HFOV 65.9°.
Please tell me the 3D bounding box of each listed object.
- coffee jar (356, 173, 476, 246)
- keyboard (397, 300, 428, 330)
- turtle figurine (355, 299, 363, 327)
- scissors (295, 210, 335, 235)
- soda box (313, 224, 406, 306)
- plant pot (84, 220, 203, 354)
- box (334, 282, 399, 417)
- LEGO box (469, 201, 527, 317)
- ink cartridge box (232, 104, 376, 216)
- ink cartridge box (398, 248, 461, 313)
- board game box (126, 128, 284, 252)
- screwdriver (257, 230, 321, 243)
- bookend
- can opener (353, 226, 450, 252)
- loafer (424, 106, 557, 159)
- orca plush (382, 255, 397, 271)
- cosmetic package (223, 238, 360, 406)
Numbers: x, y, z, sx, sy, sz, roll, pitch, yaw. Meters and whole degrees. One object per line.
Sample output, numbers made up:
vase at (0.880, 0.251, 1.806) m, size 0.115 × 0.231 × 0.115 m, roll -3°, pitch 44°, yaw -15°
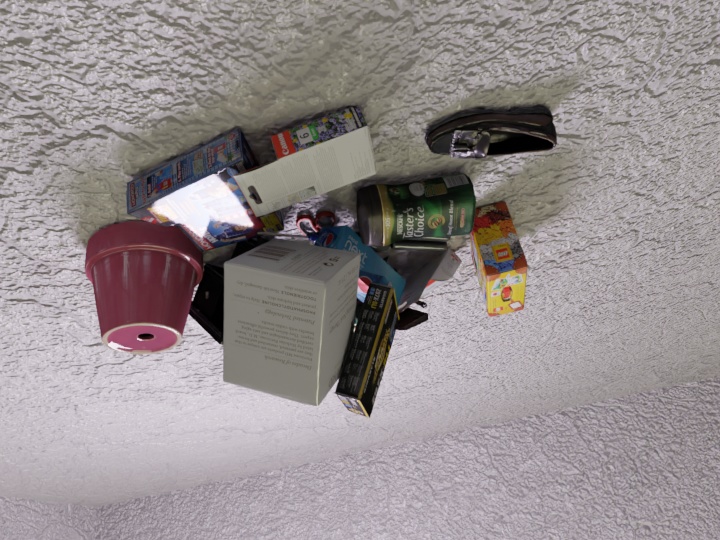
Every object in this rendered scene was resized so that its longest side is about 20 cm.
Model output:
coffee jar at (0.092, -0.103, 0.957) m, size 0.199 × 0.086 × 0.105 m, roll -8°, pitch 134°, yaw -3°
keyboard at (0.087, 0.094, 1.265) m, size 0.127 × 0.021 × 0.200 m, roll -27°, pitch -161°, yaw -24°
turtle figurine at (-0.024, 0.086, 1.136) m, size 0.100 × 0.201 × 0.150 m, roll -27°, pitch 154°, yaw 15°
scissors at (-0.062, -0.059, 1.075) m, size 0.073 × 0.014 × 0.200 m, roll -17°, pitch 151°, yaw 8°
soda box at (0.000, 0.000, 1.023) m, size 0.064 × 0.068 × 0.200 m, roll -2°, pitch 148°, yaw 42°
plant pot at (-0.379, 0.040, 0.976) m, size 0.199 × 0.180 × 0.200 m, roll -7°, pitch 150°, yaw -4°
box at (0.017, 0.144, 0.979) m, size 0.049 × 0.201 × 0.160 m, roll 14°, pitch 158°, yaw 12°
LEGO box at (0.272, -0.017, 1.110) m, size 0.077 × 0.149 × 0.200 m, roll -14°, pitch 151°, yaw 7°
ink cartridge box at (-0.081, -0.158, 0.816) m, size 0.199 × 0.050 × 0.109 m, roll -20°, pitch 151°, yaw -2°
ink cartridge box at (0.118, 0.052, 1.161) m, size 0.050 × 0.200 × 0.162 m, roll 44°, pitch 131°, yaw -8°
board game box at (-0.244, -0.110, 0.866) m, size 0.199 × 0.062 × 0.200 m, roll -14°, pitch 152°, yaw 3°
screwdriver at (-0.102, -0.062, 0.969) m, size 0.029 × 0.028 × 0.200 m, roll -49°, pitch 152°, yaw 21°
bookend at (-0.232, 0.017, 1.045) m, size 0.092 × 0.198 × 0.201 m, roll 18°, pitch 97°, yaw -42°
can opener at (0.077, -0.055, 1.069) m, size 0.199 × 0.067 × 0.053 m, roll -1°, pitch 137°, yaw -14°
loafer at (0.201, -0.202, 0.844) m, size 0.199 × 0.063 × 0.072 m, roll -9°, pitch 151°, yaw -2°
orca plush at (0.025, 0.027, 1.193) m, size 0.071 × 0.106 × 0.200 m, roll 20°, pitch 170°, yaw 17°
cosmetic package at (-0.107, 0.073, 0.887) m, size 0.166 × 0.201 × 0.167 m, roll 10°, pitch -160°, yaw 15°
